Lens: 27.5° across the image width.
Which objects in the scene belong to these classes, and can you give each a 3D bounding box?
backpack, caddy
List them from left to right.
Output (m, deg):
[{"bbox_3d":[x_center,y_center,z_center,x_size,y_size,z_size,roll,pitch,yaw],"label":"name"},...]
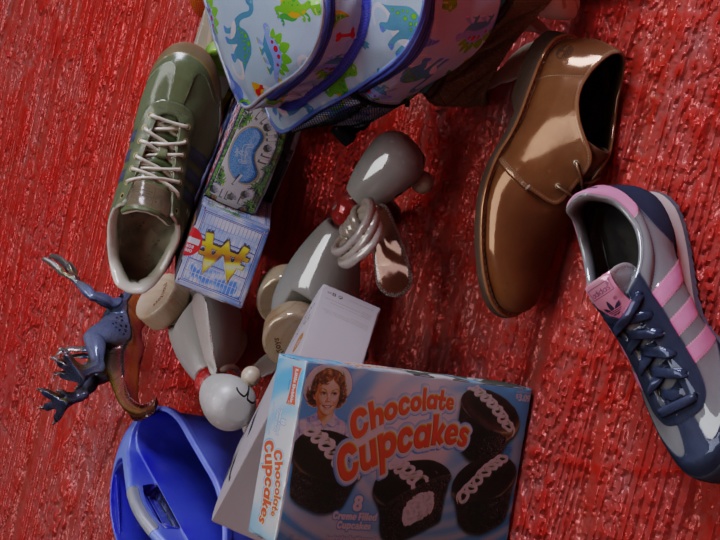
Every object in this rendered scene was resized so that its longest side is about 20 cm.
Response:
[{"bbox_3d":[-0.148,0.207,1.249,0.200,0.104,0.142,50,120,44],"label":"caddy"},{"bbox_3d":[-0.011,-0.198,1.004,0.199,0.146,0.184,-22,82,47],"label":"backpack"}]

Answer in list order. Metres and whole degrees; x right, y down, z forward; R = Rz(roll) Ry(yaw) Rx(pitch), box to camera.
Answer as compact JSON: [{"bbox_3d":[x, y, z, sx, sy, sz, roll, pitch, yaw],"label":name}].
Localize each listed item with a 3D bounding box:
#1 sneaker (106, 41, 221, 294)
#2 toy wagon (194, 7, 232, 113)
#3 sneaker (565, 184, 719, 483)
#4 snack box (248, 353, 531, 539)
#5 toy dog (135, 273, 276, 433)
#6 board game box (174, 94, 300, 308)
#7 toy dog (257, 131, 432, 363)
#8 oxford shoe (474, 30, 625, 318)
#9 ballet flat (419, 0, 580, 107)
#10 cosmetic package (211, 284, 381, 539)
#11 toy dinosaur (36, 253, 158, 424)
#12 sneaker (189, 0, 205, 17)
[{"bbox_3d":[-0.154,-0.071,1.147,0.090,0.067,0.201,-89,15,-66],"label":"sneaker"},{"bbox_3d":[-0.122,-0.196,1.246,0.200,0.039,0.156,126,155,-51],"label":"toy wagon"},{"bbox_3d":[0.175,0.037,0.907,0.070,0.082,0.201,-40,54,38],"label":"sneaker"},{"bbox_3d":[0.024,0.124,0.981,0.037,0.199,0.117,10,90,53],"label":"snack box"},{"bbox_3d":[-0.110,0.056,1.233,0.096,0.132,0.200,-49,50,5],"label":"toy dog"},{"bbox_3d":[-0.099,-0.070,1.207,0.200,0.061,0.201,-93,26,-60],"label":"board game box"},{"bbox_3d":[0.000,0.000,1.122,0.200,0.096,0.133,-45,25,40],"label":"toy dog"},{"bbox_3d":[0.130,-0.062,0.996,0.071,0.071,0.202,17,94,47],"label":"oxford shoe"},{"bbox_3d":[0.108,-0.180,1.031,0.200,0.072,0.068,124,153,-48],"label":"ballet flat"},{"bbox_3d":[-0.050,0.108,1.071,0.083,0.050,0.201,-75,10,-47],"label":"cosmetic package"},{"bbox_3d":[-0.227,0.072,1.373,0.199,0.181,0.106,27,126,17],"label":"toy dinosaur"},{"bbox_3d":[-0.090,-0.271,1.304,0.200,0.073,0.078,-30,58,44],"label":"sneaker"}]
